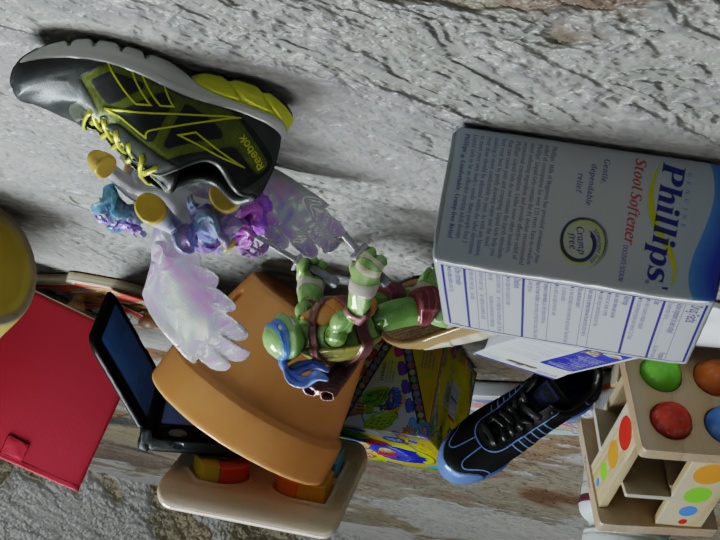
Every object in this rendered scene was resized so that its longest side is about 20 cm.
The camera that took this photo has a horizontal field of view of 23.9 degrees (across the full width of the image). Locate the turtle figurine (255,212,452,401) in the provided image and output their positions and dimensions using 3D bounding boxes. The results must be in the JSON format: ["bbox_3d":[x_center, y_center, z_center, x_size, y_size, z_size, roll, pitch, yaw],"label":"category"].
[{"bbox_3d":[0.000,0.000,1.470,0.193,0.201,0.144,-3,151,-32],"label":"turtle figurine"}]

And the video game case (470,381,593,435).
[{"bbox_3d":[0.211,0.168,2.041,0.199,0.023,0.182,1,162,35],"label":"video game case"}]

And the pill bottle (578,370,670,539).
[{"bbox_3d":[0.294,0.216,1.810,0.113,0.202,0.114,10,166,3],"label":"pill bottle"}]

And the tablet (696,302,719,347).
[{"bbox_3d":[0.252,0.046,1.580,0.198,0.014,0.130,3,163,25],"label":"tablet"}]

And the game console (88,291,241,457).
[{"bbox_3d":[-0.189,0.105,1.770,0.174,0.117,0.200,4,-166,-3],"label":"game console"}]

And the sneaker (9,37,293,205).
[{"bbox_3d":[-0.148,-0.101,1.179,0.198,0.085,0.075,12,165,-4],"label":"sneaker"}]

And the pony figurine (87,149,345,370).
[{"bbox_3d":[-0.128,-0.042,1.312,0.193,0.167,0.200,42,173,6],"label":"pony figurine"}]

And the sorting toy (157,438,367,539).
[{"bbox_3d":[-0.095,0.201,1.734,0.183,0.037,0.200,10,-162,7],"label":"sorting toy"}]

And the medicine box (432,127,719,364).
[{"bbox_3d":[0.160,-0.014,1.245,0.198,0.104,0.182,9,165,7],"label":"medicine box"}]

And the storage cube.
[{"bbox_3d":[-0.374,0.124,1.905,0.199,0.181,0.171,28,169,-19],"label":"storage cube"}]

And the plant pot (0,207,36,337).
[{"bbox_3d":[-0.419,0.020,1.654,0.188,0.202,0.200,-23,146,38],"label":"plant pot"}]

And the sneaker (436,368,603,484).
[{"bbox_3d":[0.166,0.149,1.771,0.199,0.070,0.078,-31,160,-16],"label":"sneaker"}]

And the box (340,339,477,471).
[{"bbox_3d":[0.011,0.130,1.855,0.191,0.123,0.200,8,165,16],"label":"box"}]

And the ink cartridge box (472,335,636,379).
[{"bbox_3d":[0.192,0.060,1.576,0.099,0.040,0.200,17,162,-21],"label":"ink cartridge box"}]

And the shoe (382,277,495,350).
[{"bbox_3d":[0.091,0.043,1.567,0.053,0.070,0.199,25,160,-34],"label":"shoe"}]

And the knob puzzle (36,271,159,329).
[{"bbox_3d":[-0.266,0.046,1.919,0.218,0.031,0.220,10,165,3],"label":"knob puzzle"}]

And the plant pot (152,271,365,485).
[{"bbox_3d":[-0.083,0.096,1.665,0.199,0.141,0.200,33,-174,-4],"label":"plant pot"}]

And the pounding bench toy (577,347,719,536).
[{"bbox_3d":[0.296,0.131,1.662,0.123,0.201,0.157,5,138,-11],"label":"pounding bench toy"}]
